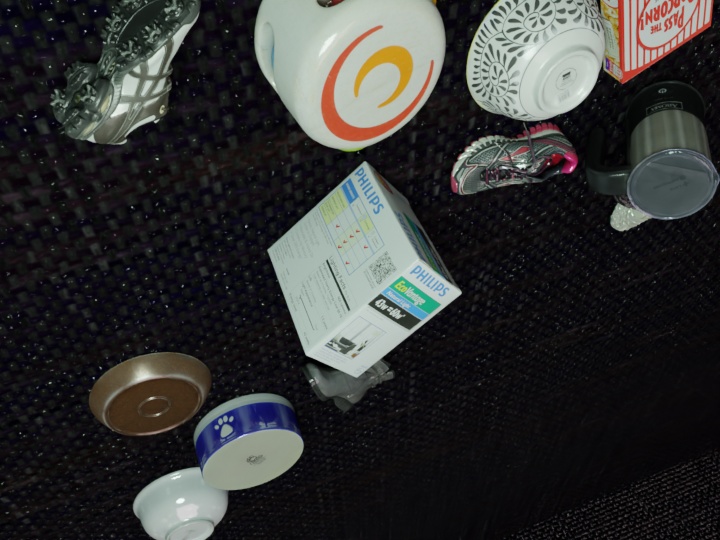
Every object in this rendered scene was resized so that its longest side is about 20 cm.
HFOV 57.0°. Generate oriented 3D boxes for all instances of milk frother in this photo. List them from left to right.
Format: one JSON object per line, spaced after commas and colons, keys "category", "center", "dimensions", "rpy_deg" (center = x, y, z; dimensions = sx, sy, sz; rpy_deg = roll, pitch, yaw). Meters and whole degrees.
{"category": "milk frother", "center": [0.452, -0.142, 1.008], "dimensions": [0.179, 0.190, 0.201], "rpy_deg": [-21, 122, 36]}

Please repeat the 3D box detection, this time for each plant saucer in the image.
{"category": "plant saucer", "center": [-0.340, 0.213, 1.090], "dimensions": [0.197, 0.035, 0.202], "rpy_deg": [-16, 139, -15]}

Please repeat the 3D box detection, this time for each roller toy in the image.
{"category": "roller toy", "center": [-0.013, -0.241, 0.705], "dimensions": [0.181, 0.141, 0.201], "rpy_deg": [12, 126, -51]}

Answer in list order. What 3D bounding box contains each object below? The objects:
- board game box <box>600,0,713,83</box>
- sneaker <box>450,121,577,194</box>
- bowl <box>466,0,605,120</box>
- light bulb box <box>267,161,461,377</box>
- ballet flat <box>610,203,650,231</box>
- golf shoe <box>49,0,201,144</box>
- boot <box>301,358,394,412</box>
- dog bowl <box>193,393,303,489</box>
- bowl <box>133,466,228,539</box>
{"category": "board game box", "center": [0.385, -0.368, 0.860], "dimensions": [0.150, 0.047, 0.201], "rpy_deg": [-33, 141, 0]}
{"category": "sneaker", "center": [0.225, -0.159, 0.979], "dimensions": [0.197, 0.075, 0.081], "rpy_deg": [-21, 140, -7]}
{"category": "bowl", "center": [0.245, -0.266, 0.860], "dimensions": [0.197, 0.095, 0.203], "rpy_deg": [-15, 139, -13]}
{"category": "light bulb box", "center": [0.000, 0.000, 0.924], "dimensions": [0.199, 0.200, 0.124], "rpy_deg": [-39, 141, 16]}
{"category": "ballet flat", "center": [0.505, -0.134, 1.172], "dimensions": [0.070, 0.072, 0.202], "rpy_deg": [-9, 138, -20]}
{"category": "golf shoe", "center": [-0.225, -0.210, 0.685], "dimensions": [0.199, 0.078, 0.094], "rpy_deg": [-39, 157, 16]}
{"category": "boot", "center": [-0.019, 0.183, 1.224], "dimensions": [0.131, 0.070, 0.200], "rpy_deg": [-36, 151, 6]}
{"category": "dog bowl", "center": [-0.208, 0.323, 1.246], "dimensions": [0.196, 0.079, 0.202], "rpy_deg": [-16, 139, -14]}
{"category": "bowl", "center": [-0.351, 0.491, 1.337], "dimensions": [0.197, 0.091, 0.203], "rpy_deg": [-15, 138, -14]}
